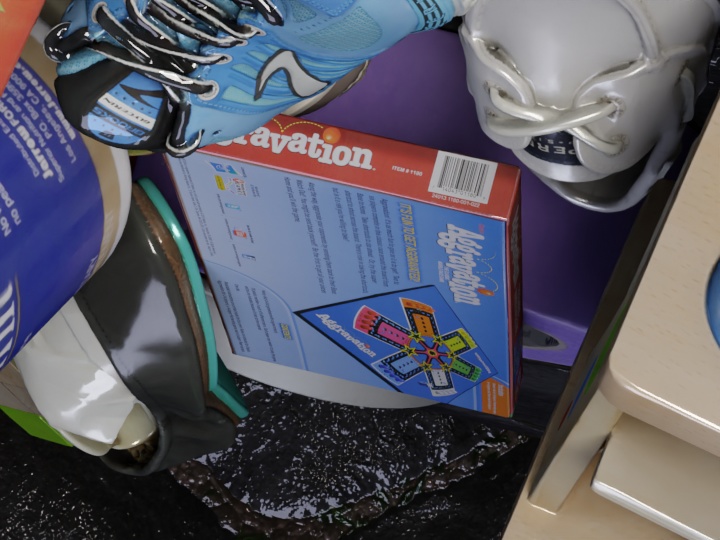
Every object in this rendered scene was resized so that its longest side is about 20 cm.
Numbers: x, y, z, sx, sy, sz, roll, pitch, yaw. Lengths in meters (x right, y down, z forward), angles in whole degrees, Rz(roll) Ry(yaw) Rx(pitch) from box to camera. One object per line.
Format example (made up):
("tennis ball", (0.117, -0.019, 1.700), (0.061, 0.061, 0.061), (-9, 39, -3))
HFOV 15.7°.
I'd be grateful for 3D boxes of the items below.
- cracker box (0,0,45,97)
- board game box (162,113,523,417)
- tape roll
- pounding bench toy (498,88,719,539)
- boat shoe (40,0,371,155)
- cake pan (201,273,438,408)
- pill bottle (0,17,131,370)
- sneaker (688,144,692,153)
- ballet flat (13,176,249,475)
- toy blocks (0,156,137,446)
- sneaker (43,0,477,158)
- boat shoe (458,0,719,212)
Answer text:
("cracker box", (-0.179, -0.088, 0.630), (0.200, 0.134, 0.058), (17, -148, -22))
("board game box", (0.000, 0.000, 0.821), (0.103, 0.019, 0.200), (14, 162, 8))
("tape roll", (0.019, -0.028, 0.950), (0.200, 0.085, 0.200), (13, 174, 1))
("pounding bench toy", (0.157, 0.038, 0.634), (0.200, 0.124, 0.156), (25, 155, 2))
("boat shoe", (-0.072, -0.070, 0.832), (0.200, 0.072, 0.060), (-2, 177, 39))
("cake pan", (-0.027, 0.000, 1.124), (0.200, 0.037, 0.200), (18, -159, -7))
("pill bottle", (-0.162, 0.008, 0.749), (0.116, 0.200, 0.116), (18, 131, 21))
("sneaker", (0.118, 0.029, 0.882), (0.080, 0.074, 0.200), (22, 136, 4))
("ballet flat", (-0.080, 0.033, 0.902), (0.068, 0.068, 0.200), (-28, 159, -7))
("toy blocks", (-0.129, -0.042, 0.969), (0.100, 0.137, 0.200), (12, 154, 40))
("sneaker", (-0.031, -0.060, 0.639), (0.078, 0.090, 0.200), (46, 172, 0))
("boat shoe", (0.057, -0.057, 0.686), (0.072, 0.066, 0.200), (14, 174, 8))
